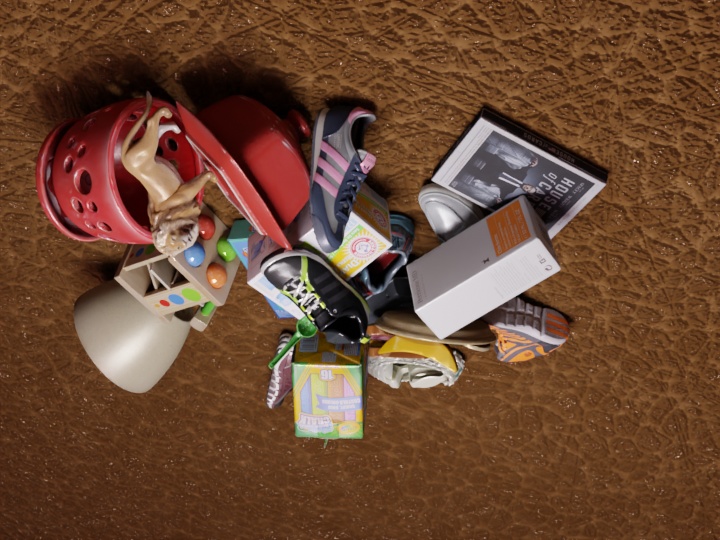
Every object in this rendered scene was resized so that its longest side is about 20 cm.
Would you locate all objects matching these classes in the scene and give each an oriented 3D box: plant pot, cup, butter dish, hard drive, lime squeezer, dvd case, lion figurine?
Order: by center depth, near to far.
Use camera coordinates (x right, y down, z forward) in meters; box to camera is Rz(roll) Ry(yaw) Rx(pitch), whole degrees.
[{"bbox_3d":[-0.270,-0.126,1.491,0.201,0.122,0.072,55,171,-19],"label":"lion figurine"},{"bbox_3d":[0.215,-0.128,1.516,0.197,0.025,0.151,26,142,-10],"label":"dvd case"},{"bbox_3d":[-0.133,-0.163,1.520,0.199,0.147,0.201,45,169,47],"label":"butter dish"},{"bbox_3d":[-0.350,-0.139,1.586,0.180,0.203,0.201,0,141,33],"label":"plant pot"},{"bbox_3d":[0.050,0.067,1.762,0.138,0.033,0.199,1,155,-37],"label":"hard drive"},{"bbox_3d":[-0.072,0.079,1.783,0.199,0.071,0.038,-38,89,14],"label":"lime squeezer"},{"bbox_3d":[-0.370,0.086,1.897,0.142,0.202,0.200,-34,124,17],"label":"cup"}]

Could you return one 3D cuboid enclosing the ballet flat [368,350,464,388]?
[{"bbox_3d":[0.082,0.170,1.907,0.197,0.073,0.072,-5,138,27],"label":"ballet flat"}]

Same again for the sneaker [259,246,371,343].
[{"bbox_3d":[-0.054,0.039,1.558,0.198,0.084,0.072,31,123,-31],"label":"sneaker"}]

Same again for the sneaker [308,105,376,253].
[{"bbox_3d":[-0.021,-0.125,1.474,0.081,0.204,0.070,-4,168,23],"label":"sneaker"}]

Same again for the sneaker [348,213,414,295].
[{"bbox_3d":[0.000,0.000,1.664,0.079,0.096,0.200,33,123,-25],"label":"sneaker"}]

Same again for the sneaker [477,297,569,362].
[{"bbox_3d":[0.221,0.091,1.743,0.197,0.078,0.112,26,141,-11],"label":"sneaker"}]

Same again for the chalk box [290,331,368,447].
[{"bbox_3d":[-0.049,0.206,1.892,0.121,0.125,0.203,1,122,4],"label":"chalk box"}]

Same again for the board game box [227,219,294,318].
[{"bbox_3d":[-0.103,-0.005,1.775,0.149,0.046,0.201,-4,138,25],"label":"board game box"}]

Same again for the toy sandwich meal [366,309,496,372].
[{"bbox_3d":[0.102,0.106,1.648,0.201,0.072,0.205,7,-173,-1],"label":"toy sandwich meal"}]

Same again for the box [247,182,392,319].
[{"bbox_3d":[-0.061,-0.042,1.611,0.112,0.102,0.199,35,120,-30],"label":"box"}]

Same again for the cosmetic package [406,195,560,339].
[{"bbox_3d":[0.167,-0.004,1.532,0.198,0.102,0.071,-32,126,17],"label":"cosmetic package"}]

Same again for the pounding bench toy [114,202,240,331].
[{"bbox_3d":[-0.260,0.007,1.784,0.154,0.126,0.200,-15,133,34],"label":"pounding bench toy"}]

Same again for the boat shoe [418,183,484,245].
[{"bbox_3d":[0.152,-0.043,1.606,0.069,0.072,0.201,-19,130,37],"label":"boat shoe"}]

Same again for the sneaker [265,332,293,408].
[{"bbox_3d":[-0.107,0.199,2.010,0.113,0.077,0.201,14,142,-1],"label":"sneaker"}]
